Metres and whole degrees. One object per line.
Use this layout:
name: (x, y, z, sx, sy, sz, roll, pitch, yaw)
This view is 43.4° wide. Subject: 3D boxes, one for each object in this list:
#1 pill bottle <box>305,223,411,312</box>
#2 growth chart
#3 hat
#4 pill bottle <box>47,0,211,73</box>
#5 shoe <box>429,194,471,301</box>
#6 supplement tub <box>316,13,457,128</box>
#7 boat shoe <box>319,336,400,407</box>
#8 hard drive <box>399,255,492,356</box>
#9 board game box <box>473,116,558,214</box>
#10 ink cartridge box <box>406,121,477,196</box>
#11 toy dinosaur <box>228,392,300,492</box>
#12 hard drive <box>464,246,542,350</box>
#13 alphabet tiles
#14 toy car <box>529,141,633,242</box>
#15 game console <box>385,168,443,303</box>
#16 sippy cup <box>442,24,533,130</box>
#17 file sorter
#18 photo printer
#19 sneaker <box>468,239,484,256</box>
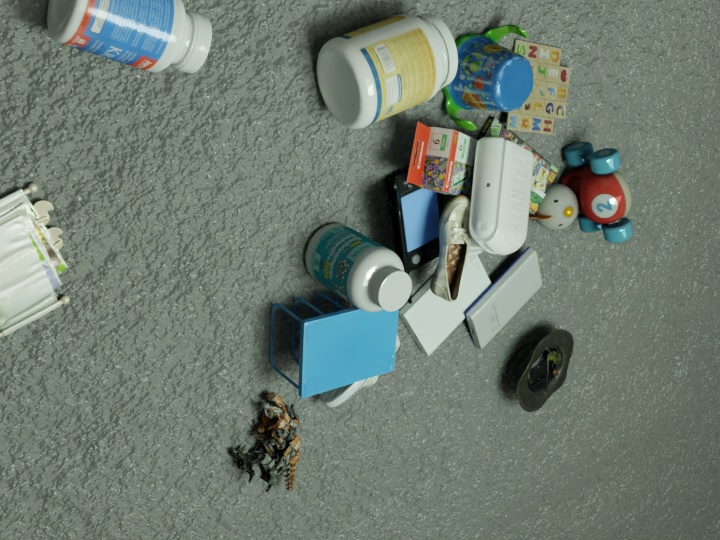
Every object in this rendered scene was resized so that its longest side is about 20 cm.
pill bottle: (0.000, 0.000, 1.529, 0.110, 0.199, 0.112, -16, 119, -32)
growth chart: (-0.480, -0.011, 1.266, 0.144, 0.018, 0.203, -26, 123, -28)
hat: (0.388, 0.208, 2.013, 0.199, 0.080, 0.203, -25, 127, -37)
pill bottle: (-0.302, -0.330, 1.203, 0.198, 0.112, 0.114, 11, 103, -40)
shoe: (0.176, -0.038, 1.659, 0.069, 0.053, 0.203, -1, 114, -24)
supplement tub: (0.044, -0.326, 1.457, 0.198, 0.144, 0.146, -26, 124, -26)
boat shoe: (0.009, 0.190, 1.705, 0.200, 0.073, 0.067, -47, 129, -13)
hard drive: (0.173, 0.058, 1.811, 0.200, 0.026, 0.132, -44, 130, -14)
board game box: (0.297, -0.203, 1.770, 0.199, 0.023, 0.106, 31, 90, -31)
ink cartridge box: (0.147, -0.194, 1.601, 0.199, 0.050, 0.111, 2, 99, -65)
toy dinosaur: (-0.148, 0.321, 1.633, 0.136, 0.101, 0.202, -40, 109, -38)
hard drive: (0.302, 0.060, 1.895, 0.200, 0.025, 0.133, -44, 144, -14)
alphabet tiles: (0.337, -0.352, 1.752, 0.198, 0.006, 0.169, -2, 100, -38)
toy car: (0.429, -0.135, 1.845, 0.198, 0.177, 0.187, -24, 113, -13)
game console: (0.112, -0.074, 1.643, 0.174, 0.116, 0.202, -26, 124, -27)
sippy cup: (0.233, -0.343, 1.610, 0.138, 0.130, 0.180, -13, 116, -34)
file sorter: (-0.048, 0.113, 1.593, 0.198, 0.122, 0.141, -12, 117, -34)
photo printer: (0.260, -0.131, 1.665, 0.166, 0.069, 0.203, 5, 90, -60)
sneaker: (0.247, -0.081, 1.756, 0.199, 0.074, 0.083, -17, 130, -45)
